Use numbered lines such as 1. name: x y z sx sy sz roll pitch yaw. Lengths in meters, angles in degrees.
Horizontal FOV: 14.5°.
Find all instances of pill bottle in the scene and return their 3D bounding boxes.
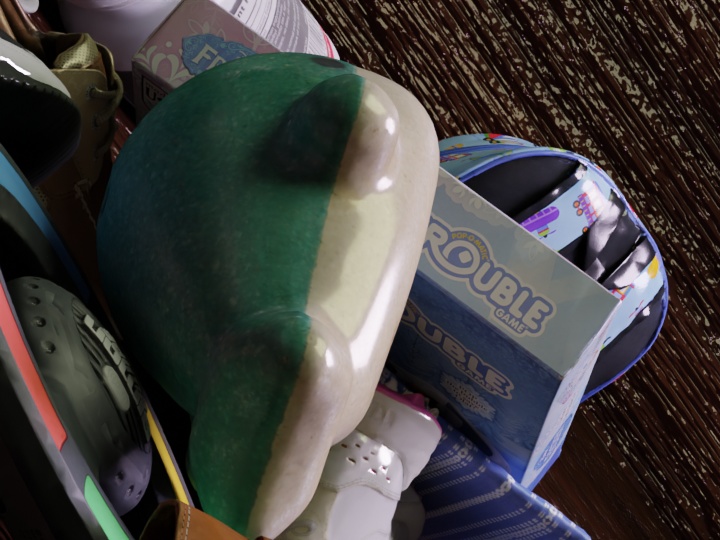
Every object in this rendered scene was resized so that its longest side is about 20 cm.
1. pill bottle: -0.097 -0.140 1.543 0.111 0.111 0.200 60 7 36

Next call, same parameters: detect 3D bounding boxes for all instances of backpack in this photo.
1. backpack: 0.053 0.008 1.514 0.183 0.200 0.135 51 7 -30

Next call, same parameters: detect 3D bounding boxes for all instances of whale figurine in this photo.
1. whale figurine: -0.038 0.006 0.900 0.103 0.159 0.200 18 27 -4

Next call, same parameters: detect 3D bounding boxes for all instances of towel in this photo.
1. towel: -0.005 0.055 1.161 0.200 0.024 0.145 40 -19 -7

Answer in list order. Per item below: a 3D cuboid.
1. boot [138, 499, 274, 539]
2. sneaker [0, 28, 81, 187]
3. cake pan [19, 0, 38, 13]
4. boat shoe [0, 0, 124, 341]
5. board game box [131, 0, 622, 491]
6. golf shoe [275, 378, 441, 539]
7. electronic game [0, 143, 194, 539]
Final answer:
1. boot: -0.016 0.166 0.746 0.155 0.074 0.200 33 38 -19
2. sneaker: -0.155 -0.078 0.917 0.089 0.074 0.200 60 7 23
3. cake pan: -0.212 -0.186 1.224 0.201 0.037 0.200 55 6 -9
4. boat shoe: -0.124 -0.058 1.068 0.200 0.072 0.076 53 7 -24
5. board game box: 0.000 0.000 1.112 0.200 0.043 0.199 37 -18 10
6. golf shoe: -0.019 0.101 1.114 0.075 0.092 0.200 24 -21 9
7. electronic game: -0.090 0.039 0.868 0.200 0.042 0.200 -26 90 -86
